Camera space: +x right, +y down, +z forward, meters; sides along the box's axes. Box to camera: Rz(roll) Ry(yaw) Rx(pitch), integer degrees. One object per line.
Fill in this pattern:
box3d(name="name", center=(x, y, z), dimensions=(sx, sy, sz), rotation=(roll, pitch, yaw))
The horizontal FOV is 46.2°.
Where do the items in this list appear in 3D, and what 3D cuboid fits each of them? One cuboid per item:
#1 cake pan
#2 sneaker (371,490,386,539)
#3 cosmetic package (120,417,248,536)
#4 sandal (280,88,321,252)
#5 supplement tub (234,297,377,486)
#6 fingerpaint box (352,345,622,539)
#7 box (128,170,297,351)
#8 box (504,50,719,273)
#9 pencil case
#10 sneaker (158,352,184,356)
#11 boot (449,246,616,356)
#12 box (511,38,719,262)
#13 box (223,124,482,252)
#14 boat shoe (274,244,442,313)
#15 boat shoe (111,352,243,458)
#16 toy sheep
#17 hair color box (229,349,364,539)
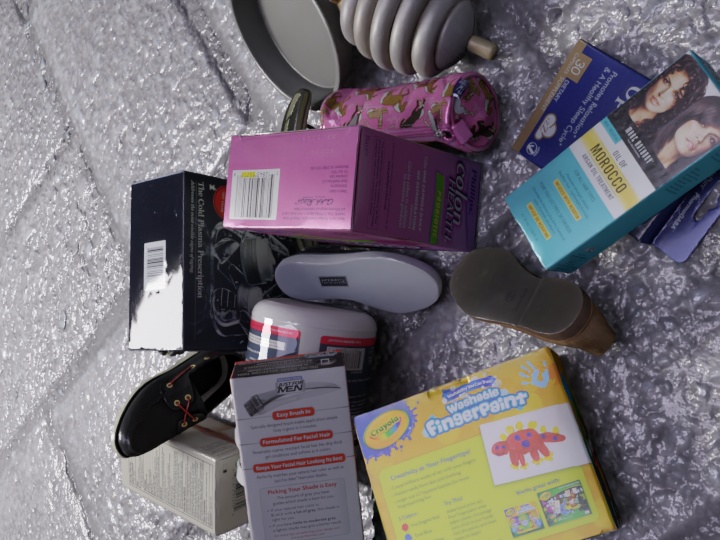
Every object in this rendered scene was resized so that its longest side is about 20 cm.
box3d(name="cake pan", center=(-0.080, -0.284, 0.983), dimensions=(0.200, 0.037, 0.200), rotation=(41, 153, 26))
box3d(name="sneaker", center=(0.029, 0.268, 0.864), dimensions=(0.087, 0.074, 0.200), rotation=(-21, 69, 4))
box3d(name="cosmetic package", center=(-0.214, 0.248, 1.079), dimensions=(0.200, 0.087, 0.104), rotation=(12, 105, 40))
box3d(name="sandal", center=(-0.060, -0.115, 1.010), dimensions=(0.080, 0.057, 0.202), rotation=(-149, 52, -69))
box3d(name="supplement tub", center=(-0.062, 0.137, 0.929), dimensions=(0.140, 0.140, 0.201), rotation=(10, 92, 41))
box3d(name="fingerpaint box", center=(0.114, 0.184, 0.780), dimensions=(0.200, 0.073, 0.167), rotation=(-23, 70, 16))
box3d(name="box", center=(-0.171, -0.003, 1.010), dimensions=(0.104, 0.182, 0.201), rotation=(-6, 83, 39))
box3d(name="box", center=(0.226, -0.086, 0.719), dimensions=(0.200, 0.049, 0.082), rotation=(-41, 63, 30))
box3d(name="pencil case", center=(0.048, -0.161, 0.897), dimensions=(0.200, 0.086, 0.083), rotation=(5, 86, 44))
box3d(name="sneaker", center=(-0.250, 0.018, 1.150), dimensions=(0.085, 0.077, 0.200), rotation=(40, 111, 41))
box3d(name="boot", center=(0.157, 0.033, 0.801), dimensions=(0.074, 0.075, 0.200), rotation=(-58, 31, -1))
box3d(name="box", center=(0.242, -0.111, 0.762), dimensions=(0.200, 0.032, 0.121), rotation=(44, 114, 33))
box3d(name="box", center=(-0.006, -0.077, 0.861), dimensions=(0.176, 0.200, 0.097), rotation=(4, 89, 40))
box3d(name="boat shoe", center=(0.000, 0.000, 0.937), dimensions=(0.199, 0.057, 0.069), rotation=(4, 122, 25))
box3d(name="boat shoe", center=(-0.221, 0.158, 1.039), dimensions=(0.063, 0.201, 0.074), rotation=(1, 117, 35))
box3d(name="toy sheep", center=(0.055, -0.269, 0.877), dimensions=(0.200, 0.138, 0.138), rotation=(30, 106, 22))
box3d(name="hair color box", center=(-0.059, 0.187, 0.829), dimensions=(0.064, 0.111, 0.201), rotation=(-113, 17, -79))
